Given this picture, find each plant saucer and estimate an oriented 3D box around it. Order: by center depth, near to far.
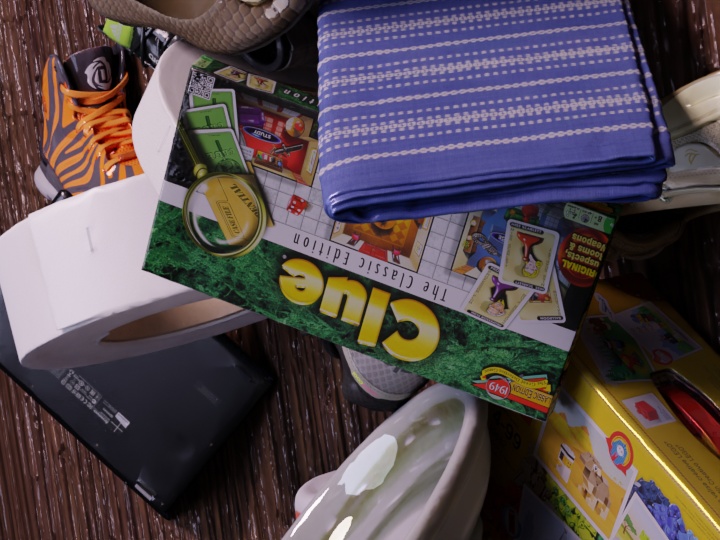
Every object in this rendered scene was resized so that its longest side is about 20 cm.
[{"bbox_3d":[0.006,0.143,1.019,0.050,0.201,0.200,39,149,-11],"label":"plant saucer"}]

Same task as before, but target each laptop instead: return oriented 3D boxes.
[{"bbox_3d":[-0.165,0.064,1.460,0.187,0.116,0.200,41,114,3],"label":"laptop"}]

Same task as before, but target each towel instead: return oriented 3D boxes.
[{"bbox_3d":[0.053,-0.083,0.931,0.201,0.144,0.024,-92,-5,-55],"label":"towel"}]

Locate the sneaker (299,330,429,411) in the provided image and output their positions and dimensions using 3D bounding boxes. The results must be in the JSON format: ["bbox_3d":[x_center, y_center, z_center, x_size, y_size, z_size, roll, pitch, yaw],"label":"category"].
[{"bbox_3d":[0.000,0.000,1.137,0.088,0.073,0.200,-61,29,27],"label":"sneaker"}]

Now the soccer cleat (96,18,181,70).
[{"bbox_3d":[-0.112,-0.139,1.319,0.201,0.081,0.068,60,144,29],"label":"soccer cleat"}]

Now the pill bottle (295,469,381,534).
[{"bbox_3d":[0.030,0.209,1.166,0.112,0.112,0.202,4,103,59],"label":"pill bottle"}]

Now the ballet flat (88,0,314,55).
[{"bbox_3d":[-0.085,-0.146,1.049,0.199,0.046,0.068,15,73,54],"label":"ballet flat"}]

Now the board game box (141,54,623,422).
[{"bbox_3d":[0.007,-0.014,0.954,0.199,0.023,0.105,20,117,8],"label":"board game box"}]

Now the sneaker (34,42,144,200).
[{"bbox_3d":[-0.173,-0.090,1.442,0.200,0.077,0.113,29,125,52],"label":"sneaker"}]

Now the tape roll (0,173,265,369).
[{"bbox_3d":[-0.109,-0.004,1.241,0.202,0.201,0.071,-29,75,58],"label":"tape roll"}]

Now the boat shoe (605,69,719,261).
[{"bbox_3d":[0.134,-0.033,0.955,0.200,0.073,0.064,-27,71,51],"label":"boat shoe"}]

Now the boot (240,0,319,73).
[{"bbox_3d":[0.010,-0.114,1.072,0.200,0.131,0.070,32,125,51],"label":"boot"}]

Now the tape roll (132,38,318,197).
[{"bbox_3d":[-0.016,-0.049,1.068,0.203,0.202,0.037,52,126,38],"label":"tape roll"}]

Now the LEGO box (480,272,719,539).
[{"bbox_3d":[0.139,0.124,0.988,0.200,0.077,0.150,50,140,39],"label":"LEGO box"}]
